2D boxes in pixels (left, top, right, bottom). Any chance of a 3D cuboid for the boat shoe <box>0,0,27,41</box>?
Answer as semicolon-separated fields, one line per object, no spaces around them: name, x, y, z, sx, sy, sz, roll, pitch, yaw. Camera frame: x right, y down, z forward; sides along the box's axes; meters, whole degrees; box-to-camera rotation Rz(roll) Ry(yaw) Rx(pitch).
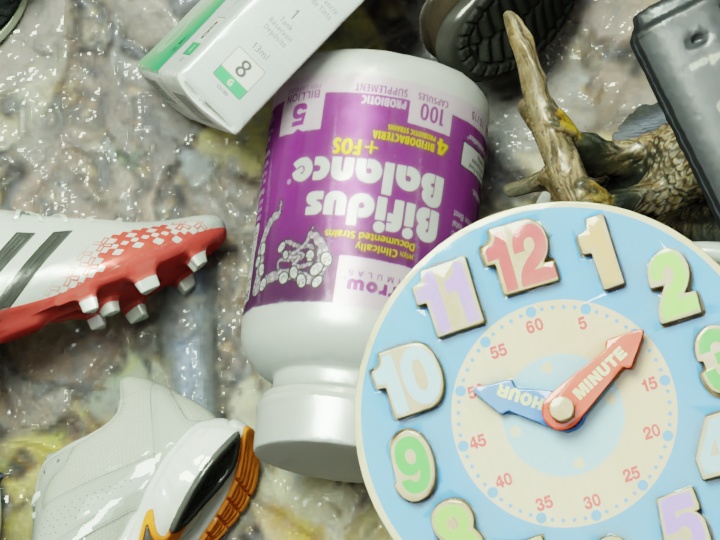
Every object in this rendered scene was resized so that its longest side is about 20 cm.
boat shoe;-0.199;-0.185;1.616;0.199;0.066;0.075;-42;68;-3

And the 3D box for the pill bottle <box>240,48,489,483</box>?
pill bottle;0.000;0.000;1.481;0.112;0.112;0.201;2;72;14

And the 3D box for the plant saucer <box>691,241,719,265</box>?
plant saucer;0.164;0.088;1.414;0.200;0.050;0.201;-1;82;10

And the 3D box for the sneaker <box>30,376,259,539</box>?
sneaker;-0.141;0.142;1.496;0.092;0.076;0.200;32;74;29

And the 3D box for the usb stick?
usb stick;0.188;-0.038;1.374;0.055;0.033;0.200;-26;85;9

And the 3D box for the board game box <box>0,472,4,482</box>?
board game box;-0.273;0.145;1.489;0.135;0.035;0.200;37;113;22

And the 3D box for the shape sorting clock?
shape sorting clock;0.095;0.067;1.384;0.199;0.039;0.201;-2;81;10

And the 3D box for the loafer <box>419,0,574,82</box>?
loafer;0.084;-0.176;1.536;0.071;0.073;0.200;21;56;29

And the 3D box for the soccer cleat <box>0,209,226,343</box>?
soccer cleat;-0.166;-0.005;1.521;0.200;0.069;0.085;-20;76;-16

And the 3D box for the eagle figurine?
eagle figurine;0.181;-0.059;1.468;0.199;0.151;0.152;-10;111;-20

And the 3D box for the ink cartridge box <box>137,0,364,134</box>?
ink cartridge box;-0.023;-0.157;1.517;0.050;0.161;0.200;43;86;-12
